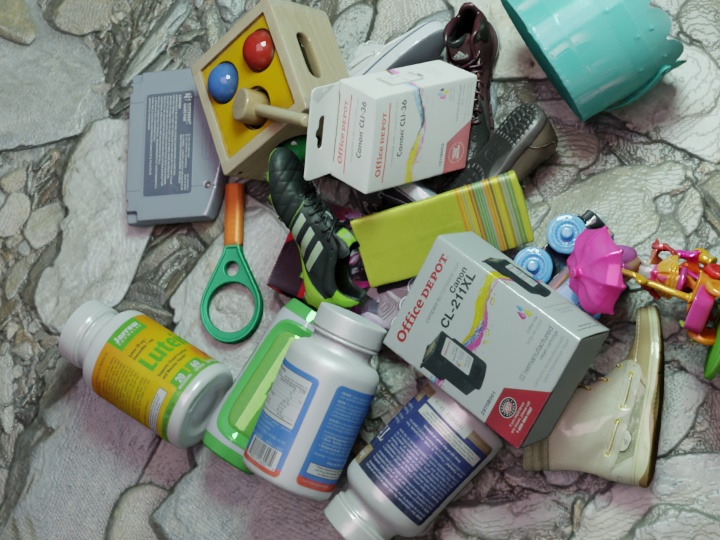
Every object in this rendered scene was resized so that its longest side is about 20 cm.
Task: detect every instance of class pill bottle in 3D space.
[{"bbox_3d":[-0.045,0.144,1.556,0.112,0.112,0.201,26,94,20],"label":"pill bottle"},{"bbox_3d":[0.056,0.225,1.556,0.200,0.111,0.111,-46,70,1],"label":"pill bottle"},{"bbox_3d":[-0.262,0.118,1.670,0.199,0.111,0.112,30,86,20],"label":"pill bottle"}]

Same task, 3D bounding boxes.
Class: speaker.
[{"bbox_3d":[-0.102,0.136,1.637,0.088,0.088,0.201,31,86,20],"label":"speaker"}]

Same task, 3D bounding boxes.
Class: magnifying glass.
[{"bbox_3d":[-0.158,-0.009,1.723,0.079,0.022,0.202,-3,78,15],"label":"magnifying glass"}]

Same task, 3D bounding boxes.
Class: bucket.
[{"bbox_3d":[0.259,-0.279,1.580,0.134,0.207,0.208,-33,70,7],"label":"bucket"}]

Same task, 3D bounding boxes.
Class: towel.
[{"bbox_3d":[0.094,-0.047,1.592,0.198,0.018,0.087,-16,106,5],"label":"towel"}]

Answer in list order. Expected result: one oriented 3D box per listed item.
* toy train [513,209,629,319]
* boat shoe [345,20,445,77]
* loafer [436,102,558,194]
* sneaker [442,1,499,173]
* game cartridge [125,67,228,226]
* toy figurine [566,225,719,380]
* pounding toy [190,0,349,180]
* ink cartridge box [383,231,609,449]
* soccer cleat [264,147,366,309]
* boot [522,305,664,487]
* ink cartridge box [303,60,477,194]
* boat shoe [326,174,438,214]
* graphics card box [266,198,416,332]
[{"bbox_3d":[0.219,0.025,1.578,0.200,0.087,0.114,-43,78,1],"label":"toy train"},{"bbox_3d":[0.016,-0.248,1.699,0.199,0.074,0.066,-36,67,10],"label":"boat shoe"},{"bbox_3d":[0.160,-0.100,1.627,0.200,0.071,0.073,-46,33,17],"label":"loafer"},{"bbox_3d":[0.117,-0.223,1.646,0.075,0.116,0.202,1,77,15],"label":"sneaker"},{"bbox_3d":[-0.230,-0.158,1.770,0.132,0.041,0.202,-4,76,18],"label":"game cartridge"},{"bbox_3d":[0.312,0.005,1.484,0.183,0.200,0.151,20,114,8],"label":"toy figurine"},{"bbox_3d":[-0.101,-0.203,1.648,0.184,0.141,0.202,-35,64,36],"label":"pounding toy"},{"bbox_3d":[0.142,0.072,1.501,0.199,0.083,0.147,37,113,25],"label":"ink cartridge box"},{"bbox_3d":[-0.048,-0.049,1.586,0.080,0.067,0.202,-9,108,34],"label":"soccer cleat"},{"bbox_3d":[0.258,0.132,1.547,0.153,0.072,0.202,4,78,19],"label":"boot"},{"bbox_3d":[0.034,-0.159,1.561,0.067,0.199,0.117,31,127,41],"label":"ink cartridge box"},{"bbox_3d":[0.017,-0.099,1.659,0.199,0.070,0.067,34,98,33],"label":"boat shoe"},{"bbox_3d":[0.000,0.000,1.660,0.199,0.051,0.126,23,83,18],"label":"graphics card box"}]
